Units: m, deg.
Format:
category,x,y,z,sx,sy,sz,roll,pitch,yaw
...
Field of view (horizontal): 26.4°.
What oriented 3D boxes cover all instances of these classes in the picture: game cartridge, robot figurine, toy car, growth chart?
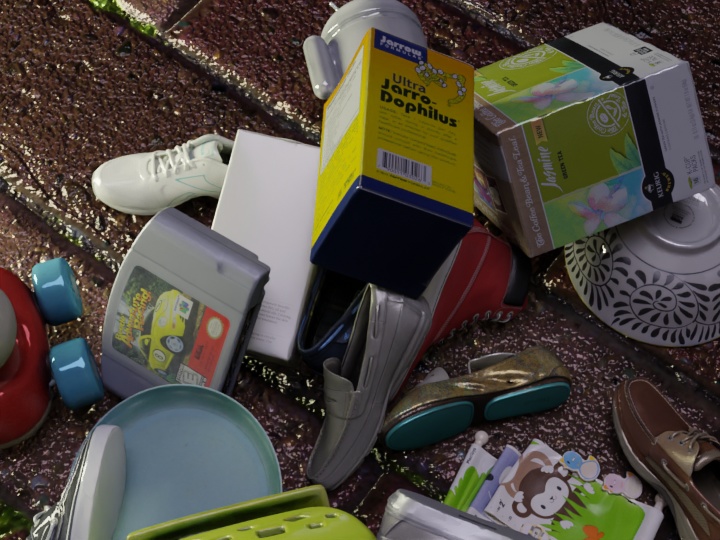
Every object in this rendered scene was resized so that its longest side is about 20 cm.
category,x,y,z,sx,sy,sz,roll,pitch,yaw
game cartridge,-0.165,0.050,1.380,0.133,0.201,0.041,30,31,18
robot figurine,0.021,-0.201,1.591,0.169,0.113,0.201,7,54,-32
toy car,-0.346,0.046,1.348,0.183,0.200,0.178,-17,60,-4
growth chart,0.173,0.221,1.396,0.199,0.018,0.145,20,58,7

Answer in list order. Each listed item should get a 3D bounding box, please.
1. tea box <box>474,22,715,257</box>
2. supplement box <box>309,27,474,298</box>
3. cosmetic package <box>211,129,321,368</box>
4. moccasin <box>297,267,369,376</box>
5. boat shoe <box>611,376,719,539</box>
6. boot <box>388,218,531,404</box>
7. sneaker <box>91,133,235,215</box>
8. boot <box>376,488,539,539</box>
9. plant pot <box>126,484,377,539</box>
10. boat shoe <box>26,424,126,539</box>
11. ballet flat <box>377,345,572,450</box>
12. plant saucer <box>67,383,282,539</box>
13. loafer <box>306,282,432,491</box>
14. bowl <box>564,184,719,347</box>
category,x,y,z,sx,sy,sz,roll,pitch,yaw
tea box,0.202,-0.131,1.482,0.196,0.134,0.200,-22,23,-7
supplement box,0.030,-0.096,1.356,0.109,0.109,0.201,18,48,-16
cosmetic package,-0.086,-0.020,1.446,0.107,0.085,0.202,15,82,6
moccasin,0.000,0.000,1.414,0.080,0.068,0.201,9,76,31
boat shoe,0.302,0.175,1.391,0.075,0.072,0.201,-15,62,-34
boot,0.088,0.053,1.466,0.072,0.144,0.201,25,89,55
sneaker,-0.171,-0.104,1.539,0.198,0.080,0.071,-3,60,-4
boot,0.104,0.269,1.329,0.199,0.074,0.096,21,91,11
plant pot,-0.082,0.288,1.216,0.198,0.201,0.181,-13,17,-11
boat shoe,-0.252,0.228,1.312,0.067,0.072,0.202,9,84,13
ballet flat,0.100,0.114,1.431,0.199,0.071,0.071,-14,60,-17
plant saucer,-0.162,0.201,1.347,0.198,0.027,0.202,-3,73,11
loafer,-0.006,0.102,1.375,0.069,0.070,0.201,21,99,-23
bowl,0.308,-0.034,1.518,0.199,0.094,0.202,2,59,-3
